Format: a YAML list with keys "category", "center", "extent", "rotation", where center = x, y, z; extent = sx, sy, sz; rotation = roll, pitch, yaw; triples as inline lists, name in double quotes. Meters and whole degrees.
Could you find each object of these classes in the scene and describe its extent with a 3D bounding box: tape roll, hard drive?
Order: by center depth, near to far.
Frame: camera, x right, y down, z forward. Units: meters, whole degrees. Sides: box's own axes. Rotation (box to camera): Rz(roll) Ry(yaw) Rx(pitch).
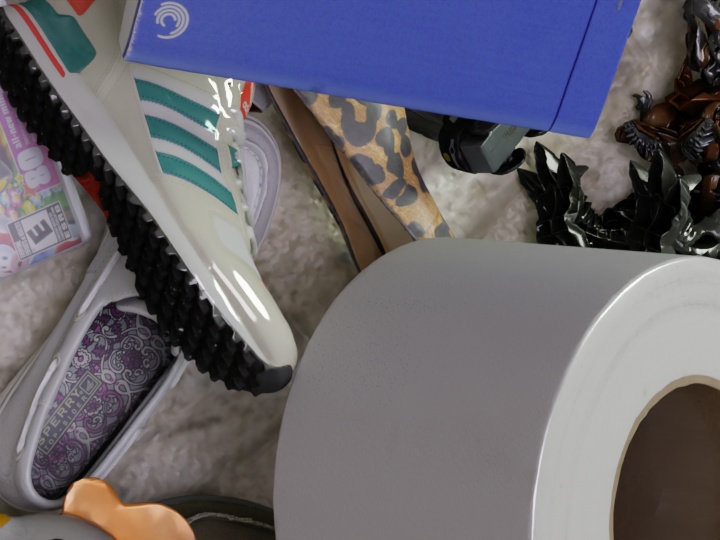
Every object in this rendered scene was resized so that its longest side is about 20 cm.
- category: "hard drive"
  center: [0.017, -0.128, 1.113]
  extent: [0.199, 0.025, 0.133]
  rotation: [8, 121, -16]
- category: "tape roll"
  center: [0.080, 0.090, 1.168]
  extent: [0.202, 0.139, 0.204]
  rotation: [-6, 99, -47]

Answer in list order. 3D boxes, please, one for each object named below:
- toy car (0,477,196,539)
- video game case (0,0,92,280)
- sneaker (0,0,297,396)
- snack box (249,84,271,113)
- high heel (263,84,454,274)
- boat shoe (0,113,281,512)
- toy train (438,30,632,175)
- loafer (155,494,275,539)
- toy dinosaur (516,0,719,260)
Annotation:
- category: "toy car"
  center: [-0.158, 0.145, 1.148]
  extent: [0.200, 0.184, 0.178]
  rotation: [-36, 108, -24]
- category: "video game case"
  center: [-0.225, -0.041, 1.183]
  extent: [0.199, 0.018, 0.144]
  rotation: [-24, 105, -20]
- category: "sneaker"
  center: [-0.068, -0.047, 1.172]
  extent: [0.093, 0.070, 0.200]
  rotation: [-31, 76, -20]
- category: "snack box"
  center: [-0.095, -0.159, 1.225]
  extent: [0.200, 0.024, 0.072]
  rotation: [42, 76, -21]
- category: "high heel"
  center: [0.000, 0.000, 1.241]
  extent: [0.142, 0.071, 0.202]
  rotation: [16, 74, -42]
- category: "boat shoe"
  center: [-0.094, 0.017, 1.219]
  extent: [0.072, 0.068, 0.200]
  rotation: [44, 78, -21]
- category: "toy train"
  center: [0.095, -0.111, 1.280]
  extent: [0.200, 0.046, 0.034]
  rotation: [-50, 125, -33]
- category: "loafer"
  center: [-0.016, 0.151, 1.250]
  extent: [0.199, 0.070, 0.076]
  rotation: [18, 85, -23]
- category: "toy dinosaur"
  center: [0.162, -0.027, 1.320]
  extent: [0.135, 0.102, 0.201]
  rotation: [-5, 75, -40]
